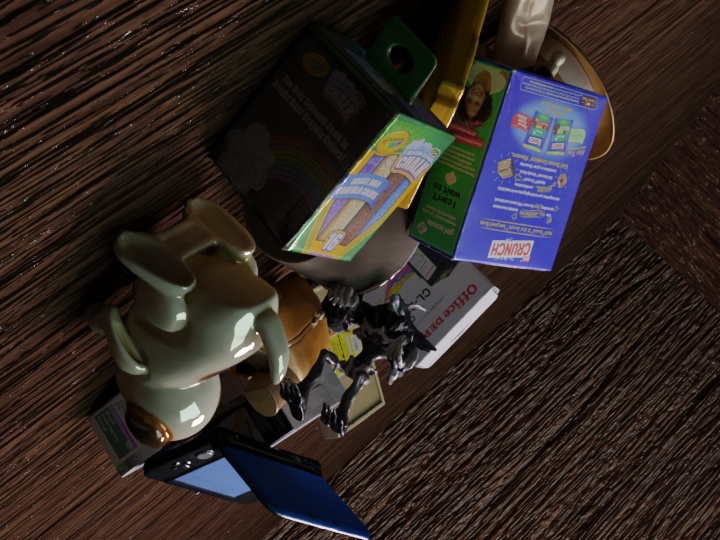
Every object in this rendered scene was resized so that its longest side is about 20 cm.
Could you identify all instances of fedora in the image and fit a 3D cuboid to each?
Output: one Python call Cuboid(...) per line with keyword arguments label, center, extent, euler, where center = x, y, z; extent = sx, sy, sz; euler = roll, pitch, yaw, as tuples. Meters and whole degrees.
Cuboid(label="fedora", center=(0.210, -0.198, 1.430), extent=(0.082, 0.201, 0.201), euler=(-39, 166, -18))

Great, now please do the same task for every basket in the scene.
Cuboid(label="basket", center=(-0.028, -0.061, 1.247), extent=(0.181, 0.136, 0.200), euler=(-56, 162, 10))

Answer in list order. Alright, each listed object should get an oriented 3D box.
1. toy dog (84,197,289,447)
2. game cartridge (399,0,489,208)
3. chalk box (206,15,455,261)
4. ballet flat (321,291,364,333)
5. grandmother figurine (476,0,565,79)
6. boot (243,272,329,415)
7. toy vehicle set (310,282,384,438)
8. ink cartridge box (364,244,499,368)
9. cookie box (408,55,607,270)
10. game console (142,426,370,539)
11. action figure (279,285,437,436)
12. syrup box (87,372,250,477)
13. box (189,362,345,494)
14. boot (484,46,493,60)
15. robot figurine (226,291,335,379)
Cuboid(label="toy dog", center=(-0.155, 0.065, 1.107), extent=(0.201, 0.193, 0.140), euler=(-62, 172, 35))
Cuboid(label="game cartridge", center=(0.082, -0.187, 1.199), extent=(0.177, 0.032, 0.202), euler=(115, -9, -54))
Cuboid(label="chalk box", center=(-0.011, -0.125, 1.063), extent=(0.200, 0.125, 0.123), euler=(-47, 157, 15))
Cuboid(label="ballet flat", center=(0.000, 0.000, 1.471), extent=(0.056, 0.067, 0.201), euler=(-11, -140, 25))
Cuboid(label="grandmother figurine", center=(0.169, -0.229, 1.329), extent=(0.120, 0.061, 0.202), euler=(4, 121, -16))
Cuboid(label="boot", center=(-0.105, 0.038, 1.286), extent=(0.070, 0.203, 0.144), euler=(-9, -151, 30))
Cuboid(label="toy vehicle set", center=(-0.032, 0.113, 1.665), extent=(0.026, 0.202, 0.124), euler=(-9, -170, 35))
Cuboid(label="ink cartridge box", center=(0.061, 0.006, 1.573), extent=(0.146, 0.200, 0.083), euler=(-46, 168, 4))
Cuboid(label="cookie box", center=(0.157, -0.110, 1.285), extent=(0.170, 0.075, 0.202), euler=(6, 106, -44))
Cuboid(label="game console", center=(-0.114, 0.256, 1.341), extent=(0.169, 0.120, 0.199), euler=(-26, 148, 23))
Cuboid(label="action figure", center=(0.008, 0.078, 1.273), extent=(0.200, 0.118, 0.103), euler=(-50, 164, -33))
Cuboid(label="syrup box", center=(-0.214, 0.157, 1.407), extent=(0.081, 0.079, 0.199), euler=(-36, 174, 33))
Cuboid(label="box", center=(-0.120, 0.184, 1.445), extent=(0.199, 0.061, 0.116), euler=(-36, 173, 36))
Cuboid(label="boot", center=(0.088, -0.162, 1.412), extent=(0.201, 0.070, 0.145), euler=(-44, 163, -37))
Cuboid(label="robot figurine", center=(-0.110, 0.071, 1.429), extent=(0.200, 0.143, 0.059), euler=(-28, 123, -56))
